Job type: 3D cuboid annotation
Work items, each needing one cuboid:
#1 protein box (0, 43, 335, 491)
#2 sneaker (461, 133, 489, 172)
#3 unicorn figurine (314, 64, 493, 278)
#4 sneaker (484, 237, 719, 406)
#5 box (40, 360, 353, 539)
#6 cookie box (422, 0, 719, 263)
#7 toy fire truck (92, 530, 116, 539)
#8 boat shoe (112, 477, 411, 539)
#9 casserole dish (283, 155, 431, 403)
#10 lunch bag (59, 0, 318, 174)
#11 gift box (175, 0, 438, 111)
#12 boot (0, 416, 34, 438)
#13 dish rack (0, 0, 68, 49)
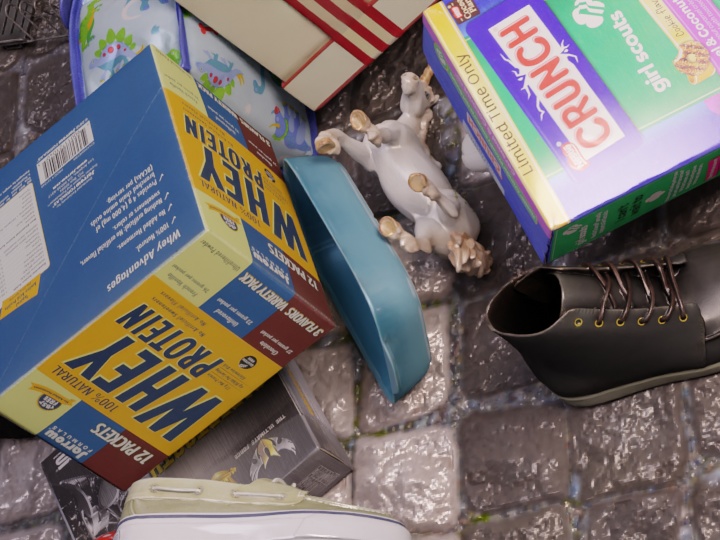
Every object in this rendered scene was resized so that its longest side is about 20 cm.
[{"bbox_3d":[-0.152,-0.002,1.590,0.198,0.135,0.200,-38,42,16],"label":"protein box"},{"bbox_3d":[0.133,-0.156,1.590,0.200,0.076,0.105,-36,94,4],"label":"sneaker"},{"bbox_3d":[0.034,-0.073,1.623,0.074,0.137,0.201,-27,72,24],"label":"unicorn figurine"},{"bbox_3d":[0.183,0.020,1.467,0.200,0.106,0.075,-27,54,22],"label":"sneaker"},{"bbox_3d":[-0.119,0.139,1.662,0.200,0.048,0.159,-41,50,12],"label":"box"},{"bbox_3d":[0.163,-0.126,1.466,0.199,0.075,0.172,-27,72,-6],"label":"cookie box"},{"bbox_3d":[-0.145,0.274,1.540,0.049,0.141,0.200,-33,87,16],"label":"toy fire truck"},{"bbox_3d":[-0.065,0.167,1.556,0.199,0.072,0.062,2,57,2],"label":"boat shoe"},{"bbox_3d":[0.000,0.000,1.610,0.039,0.121,0.200,-23,49,-8],"label":"casserole dish"},{"bbox_3d":[-0.131,-0.173,1.749,0.127,0.170,0.201,-23,57,25],"label":"lunch bag"},{"bbox_3d":[-0.019,-0.257,1.683,0.184,0.187,0.200,-37,27,36],"label":"gift box"},{"bbox_3d":[-0.229,0.037,1.781,0.203,0.073,0.154,-17,55,25],"label":"boot"},{"bbox_3d":[-0.241,-0.262,1.949,0.199,0.055,0.154,-4,64,34],"label":"dish rack"}]
